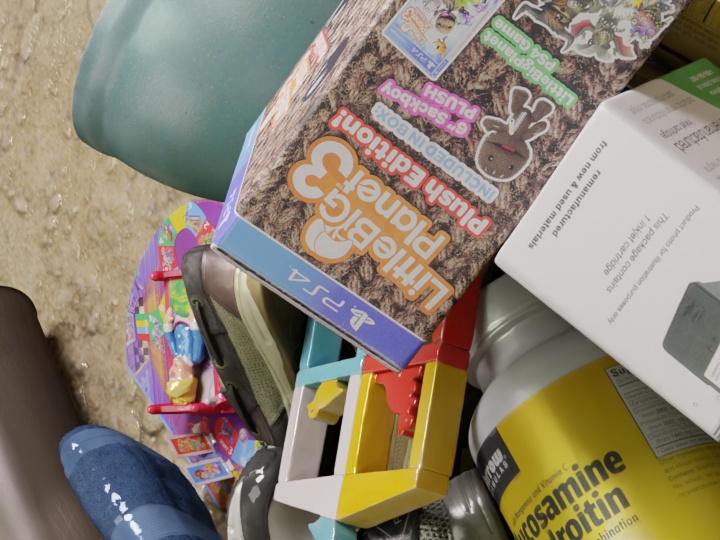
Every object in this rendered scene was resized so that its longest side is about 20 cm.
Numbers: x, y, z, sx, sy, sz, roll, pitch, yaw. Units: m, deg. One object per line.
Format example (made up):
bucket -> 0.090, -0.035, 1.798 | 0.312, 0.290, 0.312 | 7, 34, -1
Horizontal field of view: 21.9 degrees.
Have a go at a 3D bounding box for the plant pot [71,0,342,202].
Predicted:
plant pot -> -0.043, -0.114, 1.018 | 0.134, 0.200, 0.201 | 36, 120, 11

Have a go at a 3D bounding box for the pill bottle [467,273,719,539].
pill bottle -> 0.120, 0.096, 0.881 | 0.112, 0.112, 0.200 | -50, 56, 36

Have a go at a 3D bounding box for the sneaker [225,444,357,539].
sneaker -> -0.006, 0.174, 1.015 | 0.080, 0.074, 0.200 | 2, 131, 38

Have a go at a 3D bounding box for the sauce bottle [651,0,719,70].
sauce bottle -> 0.203, -0.088, 0.818 | 0.200, 0.065, 0.065 | 38, 118, 33

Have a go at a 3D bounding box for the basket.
basket -> -0.245, 0.142, 1.275 | 0.200, 0.136, 0.181 | 57, 142, 25

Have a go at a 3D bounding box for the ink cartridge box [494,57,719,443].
ink cartridge box -> 0.175, 0.013, 0.746 | 0.200, 0.146, 0.084 | 39, 116, 12

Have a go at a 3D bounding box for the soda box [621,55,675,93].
soda box -> 0.110, -0.082, 0.902 | 0.200, 0.064, 0.068 | 34, 116, 33

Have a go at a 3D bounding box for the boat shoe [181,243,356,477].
boat shoe -> -0.047, 0.054, 1.032 | 0.066, 0.072, 0.201 | 9, 140, 25

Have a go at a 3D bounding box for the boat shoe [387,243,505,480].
boat shoe -> 0.038, 0.074, 1.001 | 0.076, 0.072, 0.201 | 28, 112, 45

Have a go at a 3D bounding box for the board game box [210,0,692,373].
board game box -> 0.037, -0.085, 0.797 | 0.200, 0.097, 0.160 | -53, 11, 17

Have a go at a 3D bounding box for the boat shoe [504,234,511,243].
boat shoe -> 0.000, 0.000, 1.039 | 0.200, 0.071, 0.072 | -28, 70, 41

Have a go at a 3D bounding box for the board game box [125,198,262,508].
board game box -> -0.105, 0.050, 1.180 | 0.200, 0.039, 0.158 | 52, 126, 33

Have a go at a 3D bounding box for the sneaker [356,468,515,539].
sneaker -> 0.044, 0.206, 0.939 | 0.114, 0.076, 0.200 | -20, 108, 7

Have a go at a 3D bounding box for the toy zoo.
toy zoo -> 0.009, 0.047, 0.925 | 0.131, 0.020, 0.201 | -16, 60, 55

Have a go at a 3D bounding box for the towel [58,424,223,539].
towel -> -0.101, 0.175, 1.092 | 0.049, 0.112, 0.200 | -41, 57, 4
